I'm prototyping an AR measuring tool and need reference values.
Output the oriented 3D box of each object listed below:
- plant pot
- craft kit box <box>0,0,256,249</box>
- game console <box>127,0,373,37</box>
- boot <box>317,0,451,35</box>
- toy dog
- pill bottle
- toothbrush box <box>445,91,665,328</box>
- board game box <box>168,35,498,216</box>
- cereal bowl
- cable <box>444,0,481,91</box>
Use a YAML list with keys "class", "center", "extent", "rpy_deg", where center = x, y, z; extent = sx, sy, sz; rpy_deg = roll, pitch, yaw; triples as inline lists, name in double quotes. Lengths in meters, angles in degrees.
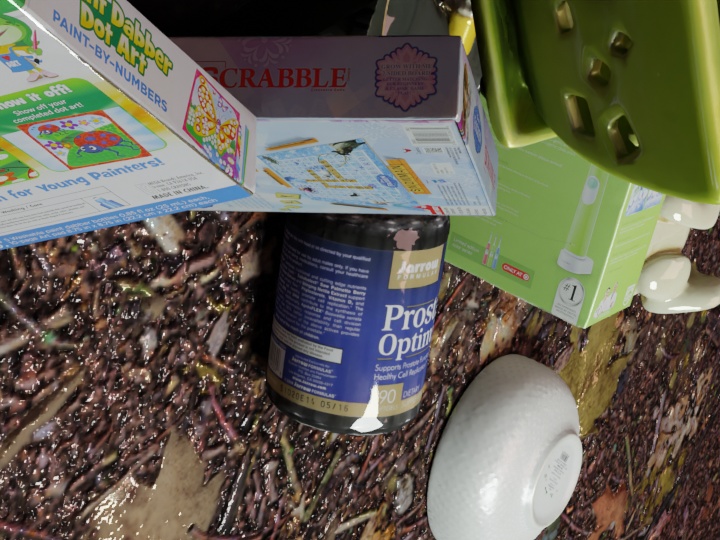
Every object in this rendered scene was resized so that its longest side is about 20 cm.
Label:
- class: "plant pot"
  center: [0.159, -0.155, 0.627]
  extent: [0.199, 0.181, 0.200]
  rpy_deg: [-20, 109, -31]
- class: "craft kit box"
  center: [-0.175, -0.068, 0.523]
  extent: [0.197, 0.199, 0.049]
  rpy_deg: [36, 49, -58]
- class: "game console"
  center: [-0.059, -0.188, 0.690]
  extent: [0.200, 0.116, 0.176]
  rpy_deg: [-29, 114, 8]
- class: "boot"
  center: [0.028, -0.204, 0.874]
  extent: [0.138, 0.077, 0.201]
  rpy_deg: [-17, 133, -56]
- class: "toy dog"
  center: [0.245, -0.075, 1.215]
  extent: [0.140, 0.193, 0.201]
  rpy_deg: [-98, 180, -55]
- class: "pill bottle"
  center: [0.000, 0.000, 0.891]
  extent: [0.112, 0.112, 0.201]
  rpy_deg: [-16, 120, -52]
- class: "toothbrush box"
  center: [0.162, -0.079, 1.040]
  extent: [0.086, 0.145, 0.201]
  rpy_deg: [-20, 128, -50]
- class: "board game box"
  center: [-0.036, -0.069, 0.673]
  extent: [0.200, 0.199, 0.041]
  rpy_deg: [45, 47, -76]
- class: "cereal bowl"
  center: [0.150, 0.185, 1.238]
  extent: [0.200, 0.083, 0.201]
  rpy_deg: [-30, 130, -44]
- class: "cable"
  center: [0.063, -0.135, 0.996]
  extent: [0.097, 0.050, 0.201]
  rpy_deg: [-71, -179, -66]
